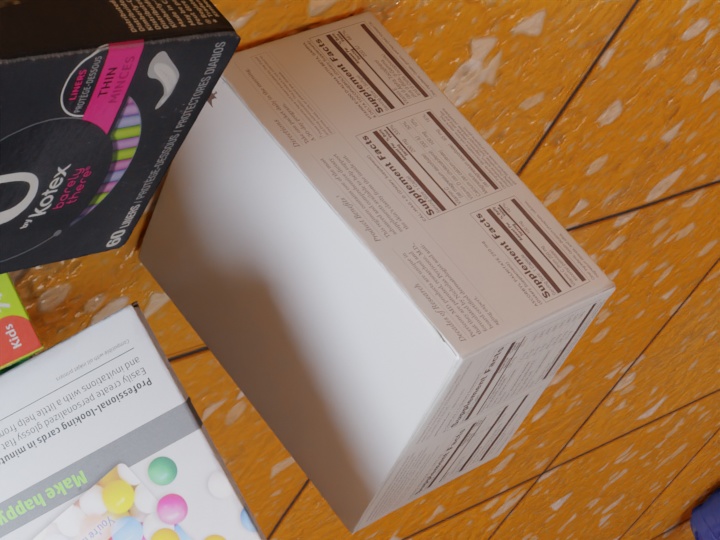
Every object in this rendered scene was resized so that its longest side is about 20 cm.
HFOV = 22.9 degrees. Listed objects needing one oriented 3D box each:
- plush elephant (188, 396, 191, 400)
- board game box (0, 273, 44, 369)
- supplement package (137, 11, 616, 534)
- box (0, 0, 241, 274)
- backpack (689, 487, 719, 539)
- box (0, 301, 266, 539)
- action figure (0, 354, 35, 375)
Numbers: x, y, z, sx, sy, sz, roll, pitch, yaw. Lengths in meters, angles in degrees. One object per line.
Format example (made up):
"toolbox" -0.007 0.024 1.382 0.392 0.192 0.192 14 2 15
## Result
"plush elephant" -0.153 0.114 0.933 0.200 0.165 0.155 -10 141 -56
"board game box" -0.239 0.030 0.703 0.200 0.102 0.048 -27 -177 -30
"supplement package" 0.000 0.000 0.908 0.111 0.200 0.156 -22 153 -37
"box" -0.164 -0.067 0.640 0.200 0.106 0.122 -15 148 -45
"backpack" 0.590 0.425 2.715 0.168 0.200 0.163 -38 163 23
"box" -0.118 0.137 0.775 0.156 0.200 0.041 -28 -177 -2
"action figure" -0.171 0.077 0.823 0.118 0.200 0.055 -14 -174 17
